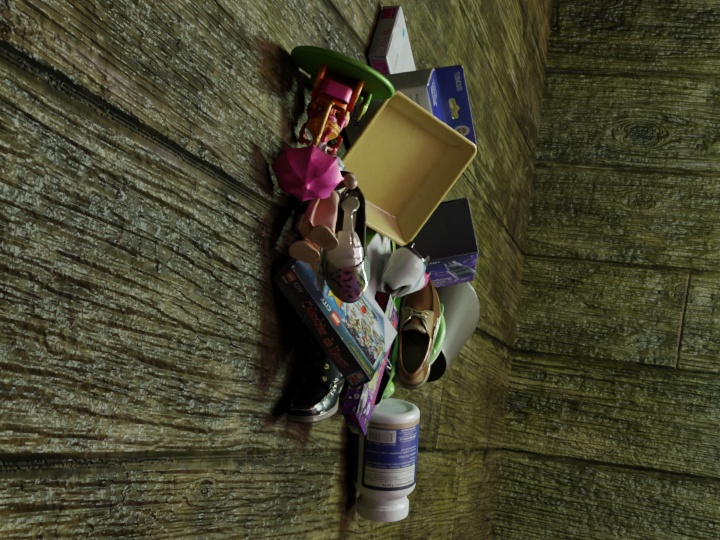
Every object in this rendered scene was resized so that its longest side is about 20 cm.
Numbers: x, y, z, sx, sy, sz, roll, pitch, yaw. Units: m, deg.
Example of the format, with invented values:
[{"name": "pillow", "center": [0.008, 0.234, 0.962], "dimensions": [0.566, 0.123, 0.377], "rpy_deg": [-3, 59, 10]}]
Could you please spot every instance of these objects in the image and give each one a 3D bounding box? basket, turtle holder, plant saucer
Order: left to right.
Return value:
[{"name": "plant saucer", "center": [0.052, -0.162, 1.674], "dimensions": [0.200, 0.048, 0.200], "rpy_deg": [28, 104, -38]}, {"name": "turtle holder", "center": [0.084, 0.136, 1.955], "dimensions": [0.132, 0.140, 0.186], "rpy_deg": [92, -5, -70]}, {"name": "basket", "center": [0.152, 0.126, 2.202], "dimensions": [0.200, 0.136, 0.181], "rpy_deg": [-56, 146, -51]}]

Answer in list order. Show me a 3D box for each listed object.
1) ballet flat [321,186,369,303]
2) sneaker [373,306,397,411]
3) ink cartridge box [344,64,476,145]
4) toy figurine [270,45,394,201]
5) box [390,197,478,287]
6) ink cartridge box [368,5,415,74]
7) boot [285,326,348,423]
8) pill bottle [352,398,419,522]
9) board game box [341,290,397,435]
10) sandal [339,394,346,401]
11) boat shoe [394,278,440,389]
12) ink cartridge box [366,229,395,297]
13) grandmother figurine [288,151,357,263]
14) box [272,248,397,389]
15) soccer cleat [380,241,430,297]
[{"name": "ballet flat", "center": [-0.019, -0.047, 1.531], "dimensions": [0.071, 0.069, 0.200], "rpy_deg": [93, 0, -46]}, {"name": "sneaker", "center": [0.034, 0.148, 1.835], "dimensions": [0.075, 0.082, 0.201], "rpy_deg": [13, 86, -30]}, {"name": "ink cartridge box", "center": [0.075, -0.233, 1.706], "dimensions": [0.197, 0.199, 0.043], "rpy_deg": [68, 20, -55]}, {"name": "toy figurine", "center": [-0.059, -0.183, 1.473], "dimensions": [0.200, 0.150, 0.185], "rpy_deg": [157, -46, -82]}, {"name": "box", "center": [0.129, -0.042, 1.939], "dimensions": [0.200, 0.147, 0.105], "rpy_deg": [73, 7, -75]}, {"name": "ink cartridge box", "center": [0.061, -0.350, 1.896], "dimensions": [0.200, 0.042, 0.120], "rpy_deg": [66, 33, -54]}, {"name": "boot", "center": [-0.064, 0.125, 1.594], "dimensions": [0.204, 0.073, 0.154], "rpy_deg": [-43, 132, -65]}, {"name": "pill bottle", "center": [0.044, 0.338, 1.928], "dimensions": [0.116, 0.115, 0.201], "rpy_deg": [-27, 122, -70]}, {"name": "board game box", "center": [0.016, 0.146, 1.685], "dimensions": [0.120, 0.032, 0.201], "rpy_deg": [81, 24, -67]}, {"name": "sandal", "center": [-0.005, 0.120, 1.773], "dimensions": [0.057, 0.080, 0.201], "rpy_deg": [58, 39, -42]}, {"name": "boat shoe", "center": [0.099, 0.102, 1.857], "dimensions": [0.074, 0.075, 0.201], "rpy_deg": [80, 13, -70]}, {"name": "ink cartridge box", "center": [0.000, 0.000, 1.748], "dimensions": [0.200, 0.075, 0.148], "rpy_deg": [-56, 147, -61]}, {"name": "grandmother figurine", "center": [-0.052, -0.100, 1.521], "dimensions": [0.061, 0.121, 0.200], "rpy_deg": [49, 27, -30]}, {"name": "box", "center": [-0.033, 0.052, 1.547], "dimensions": [0.200, 0.038, 0.137], "rpy_deg": [56, 31, -13]}, {"name": "soccer cleat", "center": [0.064, 0.008, 1.743], "dimensions": [0.086, 0.070, 0.200], "rpy_deg": [-46, 170, -6]}]
